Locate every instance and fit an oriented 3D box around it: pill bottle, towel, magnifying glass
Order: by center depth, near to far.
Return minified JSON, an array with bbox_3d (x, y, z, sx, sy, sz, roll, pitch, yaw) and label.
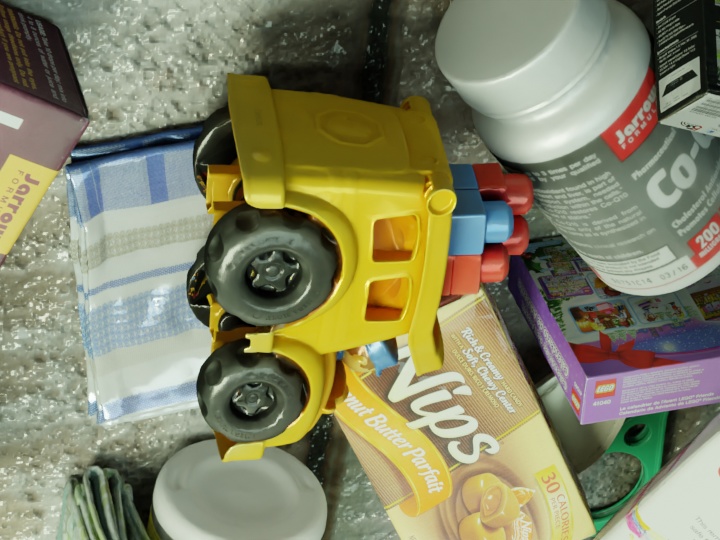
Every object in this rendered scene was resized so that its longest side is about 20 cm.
[{"bbox_3d":[0.135,-0.085,1.288,0.114,0.114,0.200,-37,129,10],"label":"pill bottle"},{"bbox_3d":[-0.098,0.003,1.330,0.146,0.024,0.201,-11,128,-13],"label":"towel"},{"bbox_3d":[-0.156,0.246,1.397,0.048,0.171,0.201,-5,127,-24],"label":"towel"},{"bbox_3d":[-0.090,0.217,1.437,0.111,0.112,0.201,-1,126,-19],"label":"pill bottle"},{"bbox_3d":[0.189,0.101,1.509,0.079,0.022,0.201,14,122,-27],"label":"magnifying glass"}]

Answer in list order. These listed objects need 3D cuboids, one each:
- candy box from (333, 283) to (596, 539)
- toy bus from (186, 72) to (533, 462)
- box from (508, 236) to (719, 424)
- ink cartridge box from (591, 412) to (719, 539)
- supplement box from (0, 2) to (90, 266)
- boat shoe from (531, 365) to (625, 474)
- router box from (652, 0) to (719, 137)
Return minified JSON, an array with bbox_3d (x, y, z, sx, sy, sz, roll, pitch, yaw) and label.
[{"bbox_3d":[0.056,0.098,1.384,0.115,0.055,0.201,-24,118,5],"label":"candy box"},{"bbox_3d":[0.000,0.000,1.251,0.191,0.136,0.201,1,124,-11],"label":"toy bus"},{"bbox_3d":[0.206,0.024,1.380,0.199,0.137,0.039,-8,128,-13],"label":"box"},{"bbox_3d":[0.234,0.171,1.338,0.085,0.144,0.200,-41,172,-41],"label":"ink cartridge box"},{"bbox_3d":[-0.261,-0.087,1.152,0.199,0.103,0.131,20,116,-31],"label":"supplement box"},{"bbox_3d":[0.106,0.119,1.466,0.072,0.060,0.200,28,112,-17],"label":"boat shoe"},{"bbox_3d":[0.260,-0.140,1.270,0.199,0.150,0.051,11,158,-26],"label":"router box"}]
